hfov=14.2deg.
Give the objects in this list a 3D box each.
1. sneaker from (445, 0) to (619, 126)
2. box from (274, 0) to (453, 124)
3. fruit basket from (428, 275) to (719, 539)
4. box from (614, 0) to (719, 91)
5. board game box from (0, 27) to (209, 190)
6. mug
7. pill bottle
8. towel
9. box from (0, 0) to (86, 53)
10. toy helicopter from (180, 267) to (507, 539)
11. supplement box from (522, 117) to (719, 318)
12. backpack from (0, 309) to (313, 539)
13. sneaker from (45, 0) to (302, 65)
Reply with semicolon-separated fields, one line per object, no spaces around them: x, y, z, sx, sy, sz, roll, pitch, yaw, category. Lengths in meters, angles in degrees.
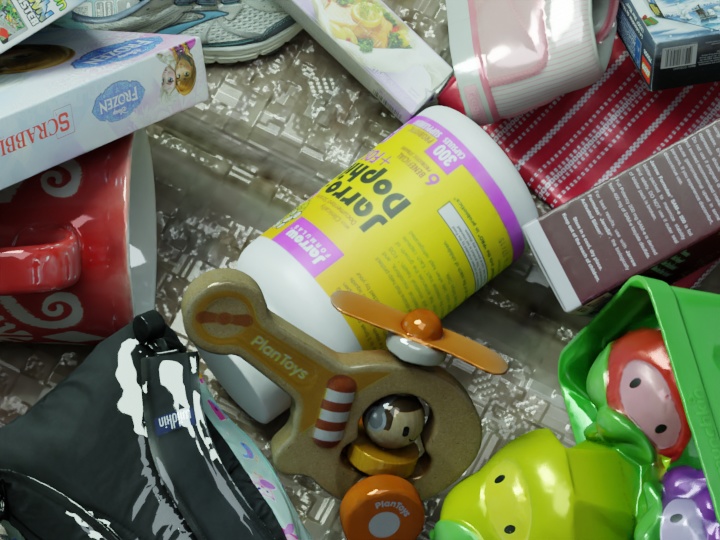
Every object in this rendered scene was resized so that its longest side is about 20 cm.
0.102;-0.174;1.736;0.105;0.075;0.200;-16;46;11;sneaker
-0.029;-0.169;1.717;0.200;0.041;0.039;44;80;4;box
0.146;0.121;1.624;0.215;0.156;0.216;8;63;-16;fruit basket
0.247;-0.174;1.744;0.200;0.040;0.137;-9;41;-12;box
-0.225;-0.094;1.640;0.199;0.041;0.200;6;23;35;board game box
-0.225;-0.026;1.654;0.200;0.178;0.134;-1;72;3;mug
0.000;0.000;1.680;0.200;0.104;0.104;-38;74;-14;pill bottle
0.162;-0.090;1.762;0.200;0.022;0.145;42;75;14;towel
-0.216;-0.162;1.658;0.110;0.200;0.035;-32;110;-5;box
-0.011;0.056;1.590;0.132;0.200;0.079;-44;29;17;toy helicopter
0.202;-0.044;1.662;0.200;0.109;0.061;-30;79;12;supplement box
-0.104;0.145;1.609;0.167;0.127;0.200;-43;72;6;backpack
-0.111;-0.169;1.752;0.200;0.086;0.078;-15;70;-7;sneaker
